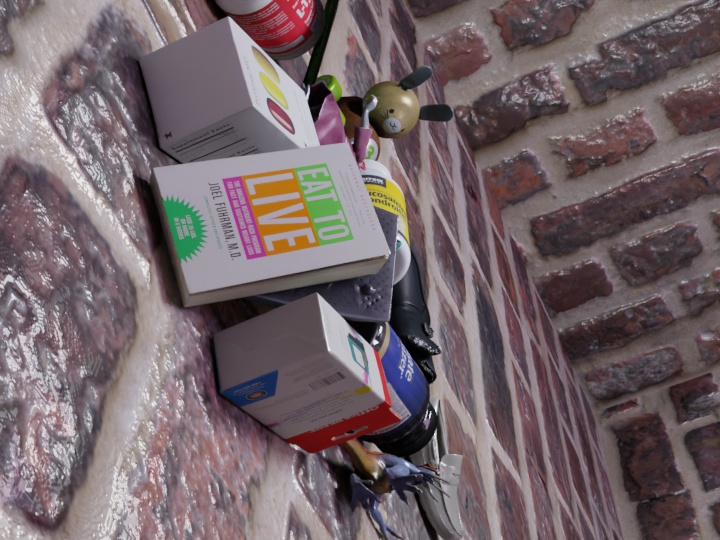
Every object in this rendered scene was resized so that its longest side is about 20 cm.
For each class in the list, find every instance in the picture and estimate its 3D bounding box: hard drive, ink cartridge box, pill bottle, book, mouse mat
[{"bbox_3d":[-0.064,-0.020,1.161,0.042,0.200,0.135,131,-32,-58],"label":"hard drive"},{"bbox_3d":[-0.047,0.108,1.159,0.200,0.116,0.067,49,23,-55],"label":"ink cartridge box"},{"bbox_3d":[0.010,-0.070,1.649,0.200,0.112,0.112,-94,158,-52],"label":"pill bottle"},{"bbox_3d":[0.014,0.131,1.366,0.112,0.112,0.200,-97,160,-45],"label":"pill bottle"},{"bbox_3d":[-0.088,-0.048,1.116,0.048,0.200,0.134,126,-51,-61],"label":"book"},{"bbox_3d":[-0.057,-0.322,1.655,0.161,0.008,0.200,-147,-107,-79],"label":"mouse mat"},{"bbox_3d":[-0.133,-0.374,1.564,0.200,0.112,0.112,40,31,-62],"label":"pill bottle"}]

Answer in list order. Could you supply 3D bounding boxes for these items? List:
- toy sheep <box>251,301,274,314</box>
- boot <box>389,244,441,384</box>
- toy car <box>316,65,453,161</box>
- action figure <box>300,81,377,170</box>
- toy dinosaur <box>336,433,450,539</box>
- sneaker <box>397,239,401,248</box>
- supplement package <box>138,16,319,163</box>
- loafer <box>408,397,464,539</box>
[{"bbox_3d":[-0.061,-0.007,1.258,0.138,0.138,0.200,65,33,-14],"label":"toy sheep"},{"bbox_3d":[0.063,0.056,1.735,0.168,0.076,0.200,-94,164,-61],"label":"boot"},{"bbox_3d":[0.039,-0.236,1.825,0.158,0.200,0.164,-96,159,-48],"label":"toy car"},{"bbox_3d":[-0.035,-0.166,1.567,0.200,0.134,0.149,34,34,-56],"label":"action figure"},{"bbox_3d":[0.038,0.228,1.353,0.200,0.105,0.181,62,5,-5],"label":"toy dinosaur"},{"bbox_3d":[0.000,0.000,1.489,0.084,0.121,0.200,7,63,-75],"label":"sneaker"},{"bbox_3d":[-0.132,-0.164,1.255,0.200,0.109,0.114,35,36,-66],"label":"supplement package"},{"bbox_3d":[0.108,0.271,1.600,0.070,0.070,0.200,27,43,-70],"label":"loafer"}]
